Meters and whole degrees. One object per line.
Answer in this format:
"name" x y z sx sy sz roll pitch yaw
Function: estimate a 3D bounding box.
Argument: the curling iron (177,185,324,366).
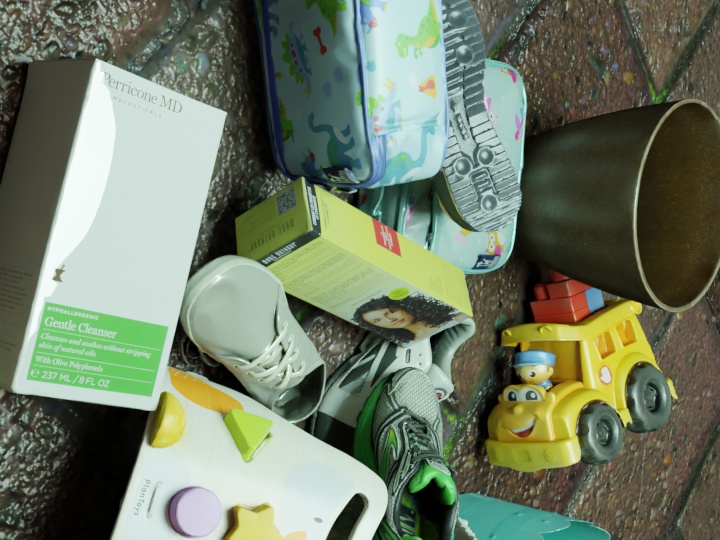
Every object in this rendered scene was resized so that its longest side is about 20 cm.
"curling iron" -0.074 -0.008 0.781 0.200 0.026 0.050 -55 139 -25

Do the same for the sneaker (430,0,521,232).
"sneaker" 0.063 -0.126 0.783 0.070 0.082 0.200 -15 96 -12

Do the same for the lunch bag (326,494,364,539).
"lunch bag" -0.028 0.293 0.813 0.164 0.118 0.200 -13 121 -44

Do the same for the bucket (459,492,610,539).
"bucket" 0.142 0.321 0.983 0.207 0.135 0.207 -9 103 -45

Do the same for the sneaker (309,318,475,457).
"sneaker" 0.029 0.104 0.868 0.200 0.088 0.074 -58 133 -21

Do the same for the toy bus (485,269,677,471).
"toy bus" 0.209 0.091 1.035 0.200 0.136 0.192 -22 98 -40

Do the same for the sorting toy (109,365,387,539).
"sorting toy" -0.076 0.175 0.681 0.180 0.107 0.200 20 70 -14

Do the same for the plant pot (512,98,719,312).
"plant pot" 0.215 -0.065 0.952 0.187 0.200 0.187 -8 102 -46

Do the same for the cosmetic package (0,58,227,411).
"cosmetic package" -0.169 -0.022 0.639 0.108 0.085 0.200 15 87 -45

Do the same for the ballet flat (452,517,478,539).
"ballet flat" 0.081 0.258 0.887 0.072 0.200 0.072 -14 136 -14

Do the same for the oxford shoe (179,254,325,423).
"oxford shoe" -0.070 0.054 0.728 0.075 0.058 0.200 -40 148 -10

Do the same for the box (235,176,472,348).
"box" 0.000 0.000 0.781 0.200 0.075 0.050 27 44 -43

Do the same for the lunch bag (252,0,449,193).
"lunch bag" -0.013 -0.159 0.728 0.082 0.161 0.200 -13 106 -30

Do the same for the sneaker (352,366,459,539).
"sneaker" 0.045 0.154 0.764 0.078 0.085 0.200 22 43 -21

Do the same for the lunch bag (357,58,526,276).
"lunch bag" 0.071 -0.089 0.885 0.160 0.077 0.200 1 96 -47
